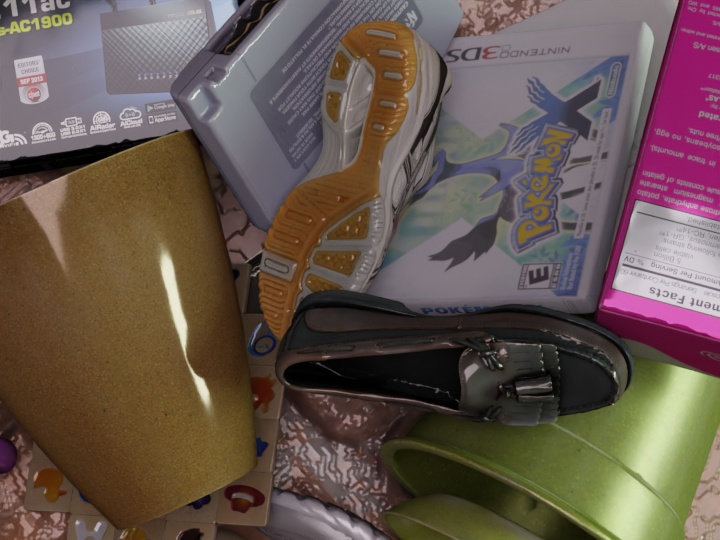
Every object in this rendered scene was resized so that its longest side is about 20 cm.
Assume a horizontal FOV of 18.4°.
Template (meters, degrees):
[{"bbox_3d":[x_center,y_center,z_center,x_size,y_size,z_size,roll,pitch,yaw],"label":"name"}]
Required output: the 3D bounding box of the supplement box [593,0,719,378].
[{"bbox_3d":[0.203,-0.048,1.250,0.103,0.101,0.200,16,79,7],"label":"supplement box"}]

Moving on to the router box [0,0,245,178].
[{"bbox_3d":[-0.167,-0.145,1.375,0.200,0.062,0.150,-10,85,0],"label":"router box"}]

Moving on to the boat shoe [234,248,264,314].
[{"bbox_3d":[-0.001,-0.003,1.408,0.202,0.060,0.072,-19,86,-1],"label":"boat shoe"}]

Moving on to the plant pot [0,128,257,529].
[{"bbox_3d":[-0.143,0.044,1.311,0.186,0.186,0.200,-24,90,-2],"label":"plant pot"}]

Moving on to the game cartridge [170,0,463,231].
[{"bbox_3d":[-0.021,-0.126,1.347,0.200,0.040,0.133,-50,129,-23],"label":"game cartridge"}]

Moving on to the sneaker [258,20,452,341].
[{"bbox_3d":[0.007,-0.045,1.323,0.076,0.088,0.200,23,94,28],"label":"sneaker"}]

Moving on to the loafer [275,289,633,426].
[{"bbox_3d":[0.049,0.059,1.236,0.200,0.063,0.072,6,123,18],"label":"loafer"}]

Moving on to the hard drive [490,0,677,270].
[{"bbox_3d":[0.163,-0.098,1.375,0.132,0.027,0.200,-25,49,-2],"label":"hard drive"}]

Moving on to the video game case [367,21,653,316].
[{"bbox_3d":[0.075,-0.062,1.353,0.182,0.022,0.200,-2,58,29],"label":"video game case"}]

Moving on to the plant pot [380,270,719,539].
[{"bbox_3d":[0.144,0.080,1.355,0.200,0.200,0.190,30,74,2],"label":"plant pot"}]

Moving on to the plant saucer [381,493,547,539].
[{"bbox_3d":[0.105,0.187,1.328,0.200,0.200,0.031,31,77,2],"label":"plant saucer"}]

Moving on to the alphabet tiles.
[{"bbox_3d":[-0.127,0.090,1.389,0.166,0.006,0.200,1,74,20],"label":"alphabet tiles"}]

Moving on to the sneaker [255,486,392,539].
[{"bbox_3d":[0.005,0.207,1.386,0.200,0.075,0.082,35,85,2],"label":"sneaker"}]

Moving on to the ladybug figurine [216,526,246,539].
[{"bbox_3d":[-0.088,0.253,1.384,0.136,0.072,0.200,-28,87,-2],"label":"ladybug figurine"}]

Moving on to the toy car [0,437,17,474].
[{"bbox_3d":[-0.284,0.099,1.369,0.150,0.175,0.200,1,84,-37],"label":"toy car"}]
